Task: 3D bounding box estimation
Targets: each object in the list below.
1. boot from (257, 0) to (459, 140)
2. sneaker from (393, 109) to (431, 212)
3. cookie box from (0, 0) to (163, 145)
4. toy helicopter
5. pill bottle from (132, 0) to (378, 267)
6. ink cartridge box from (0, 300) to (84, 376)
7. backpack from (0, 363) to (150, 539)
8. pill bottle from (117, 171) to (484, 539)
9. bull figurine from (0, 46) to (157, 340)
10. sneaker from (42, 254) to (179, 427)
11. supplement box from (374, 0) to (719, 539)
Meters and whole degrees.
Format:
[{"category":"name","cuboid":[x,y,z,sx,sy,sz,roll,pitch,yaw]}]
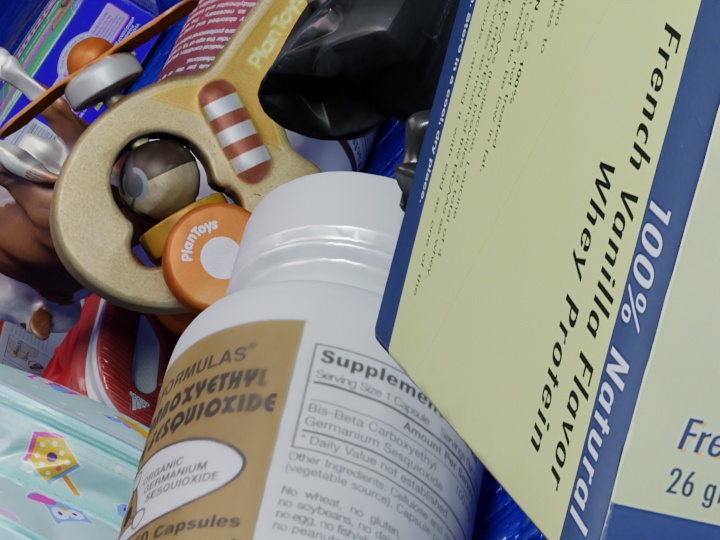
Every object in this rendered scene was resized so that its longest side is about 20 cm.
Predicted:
[{"category":"boot","cuboid":[0.013,-0.135,0.965,0.165,0.065,0.201,-30,36,59]},{"category":"sneaker","cuboid":[0.088,-0.058,0.767,0.200,0.111,0.077,-40,23,45]},{"category":"cookie box","cuboid":[-0.242,-0.174,2.031,0.171,0.075,0.200,-55,15,9]},{"category":"toy helicopter","cuboid":[-0.065,-0.077,1.037,0.200,0.132,0.079,-58,2,-14]},{"category":"pill bottle","cuboid":[-0.044,-0.087,1.211,0.113,0.113,0.201,-34,27,54]},{"category":"ink cartridge box","cuboid":[-0.223,0.098,1.438,0.176,0.084,0.200,-51,18,21]},{"category":"backpack","cuboid":[-0.129,0.125,0.951,0.154,0.175,0.200,-61,20,1]},{"category":"pill bottle","cuboid":[-0.016,0.068,0.808,0.114,0.114,0.201,-41,26,44]},{"category":"bull figurine","cuboid":[-0.157,-0.031,1.145,0.065,0.121,0.200,-58,13,-26]},{"category":"sneaker","cuboid":[-0.142,0.029,1.298,0.115,0.078,0.200,-36,23,31]},{"category":"supplement box","cuboid":[0.108,-0.041,0.536,0.200,0.134,0.201,-134,57,-74]}]
